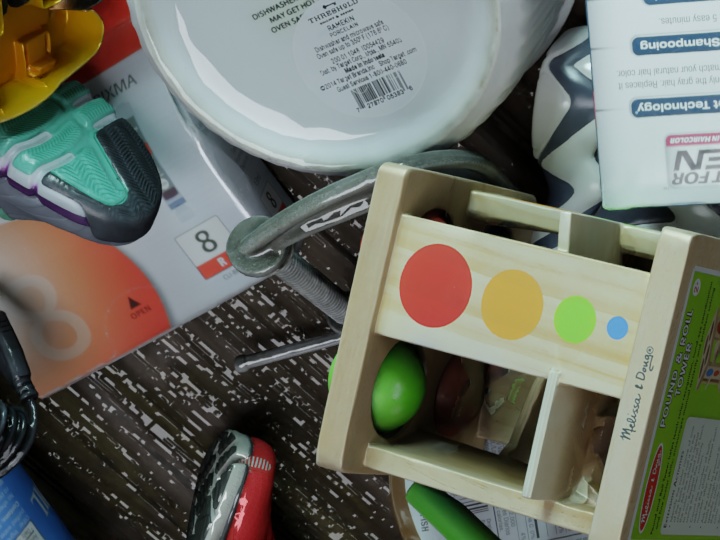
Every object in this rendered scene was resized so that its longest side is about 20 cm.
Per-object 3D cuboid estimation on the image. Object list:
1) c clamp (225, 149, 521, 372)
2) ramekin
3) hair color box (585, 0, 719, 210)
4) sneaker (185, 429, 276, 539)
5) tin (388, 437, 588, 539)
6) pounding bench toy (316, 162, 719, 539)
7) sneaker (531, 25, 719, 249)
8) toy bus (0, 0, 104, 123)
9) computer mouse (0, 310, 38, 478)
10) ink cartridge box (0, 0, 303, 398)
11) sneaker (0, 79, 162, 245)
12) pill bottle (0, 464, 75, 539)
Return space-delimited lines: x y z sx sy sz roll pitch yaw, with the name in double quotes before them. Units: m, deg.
"c clamp" 0.000 0.000 1.268 0.171 0.027 0.200 -17 160 8
"ramekin" -0.007 -0.135 1.204 0.200 0.105 0.200 7 122 11
"hair color box" 0.144 -0.129 1.153 0.100 0.061 0.200 -2 98 18
"sneaker" -0.047 0.160 1.427 0.085 0.077 0.200 4 129 0
"tin" 0.103 0.081 1.218 0.200 0.042 0.112 -15 82 27
"pounding bench toy" 0.066 0.071 1.147 0.156 0.124 0.200 14 92 29
"sneaker" 0.144 -0.007 1.256 0.129 0.079 0.199 10 113 19
"toy bus" -0.212 -0.178 1.225 0.192 0.136 0.200 18 127 29
"computer mouse" -0.234 0.043 1.347 0.140 0.200 0.046 -41 145 15
"ink cartridge box" -0.146 -0.053 1.327 0.162 0.050 0.200 -28 113 27
"sneaker" -0.176 -0.054 1.295 0.200 0.074 0.088 35 127 20
"pill bottle" -0.191 0.168 1.438 0.112 0.112 0.200 -22 113 26
